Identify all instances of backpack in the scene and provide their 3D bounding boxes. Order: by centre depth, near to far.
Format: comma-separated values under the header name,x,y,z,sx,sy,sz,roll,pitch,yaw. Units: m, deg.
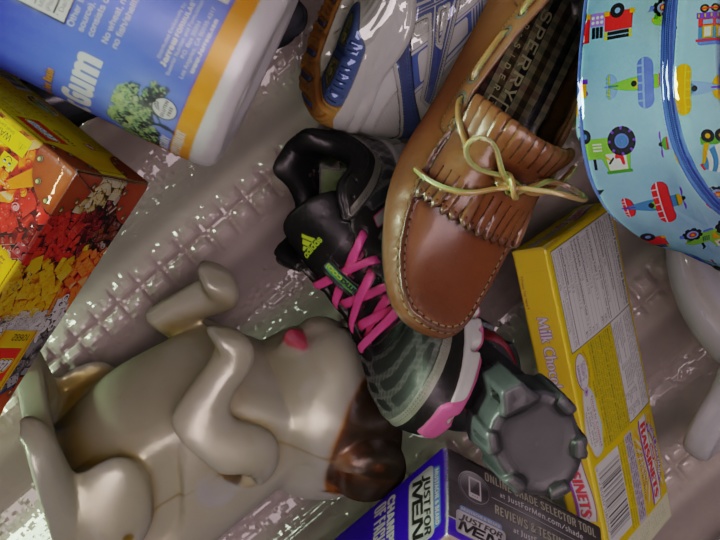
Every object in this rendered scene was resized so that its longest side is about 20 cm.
name,x,y,z,sx,sy,sz,roll,pitch,yaw
backpack,0.198,-0.088,0.803,0.200,0.134,0.183,17,75,-40

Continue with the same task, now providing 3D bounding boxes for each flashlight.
name,x,y,z,sx,sy,sz,roll,pitch,yaw
flashlight,0.072,0.073,0.905,0.068,0.200,0.068,16,98,-13

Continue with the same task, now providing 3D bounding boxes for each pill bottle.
name,x,y,z,sx,sy,sz,roll,pitch,yaw
pill bottle,-0.138,-0.141,0.831,0.200,0.112,0.112,26,94,-2

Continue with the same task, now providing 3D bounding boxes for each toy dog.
name,x,y,z,sx,sy,sz,roll,pitch,yaw
toy dog,-0.073,0.095,0.918,0.200,0.140,0.194,-17,112,-7

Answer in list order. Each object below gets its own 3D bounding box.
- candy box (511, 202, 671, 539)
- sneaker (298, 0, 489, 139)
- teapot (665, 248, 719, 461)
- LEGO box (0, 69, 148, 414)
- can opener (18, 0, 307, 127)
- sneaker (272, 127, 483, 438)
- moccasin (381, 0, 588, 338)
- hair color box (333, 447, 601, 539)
name,x,y,z,sx,sy,sz,roll,pitch,yaw
candy box,0.135,0.069,0.971,0.026,0.102,0.200,-7,103,29
sneaker,0.041,-0.159,0.880,0.088,0.075,0.200,13,121,-25
teapot,0.267,-0.005,0.961,0.200,0.146,0.198,-10,75,12
LEGO box,-0.230,-0.041,0.844,0.200,0.077,0.149,37,100,18
can opener,-0.123,-0.109,0.911,0.200,0.063,0.079,-16,101,-6
sneaker,0.000,0.000,0.881,0.087,0.200,0.074,17,133,-35
moccasin,0.072,-0.061,0.825,0.074,0.078,0.202,35,77,-21
hair color box,0.028,0.191,0.930,0.109,0.065,0.200,29,127,-22
